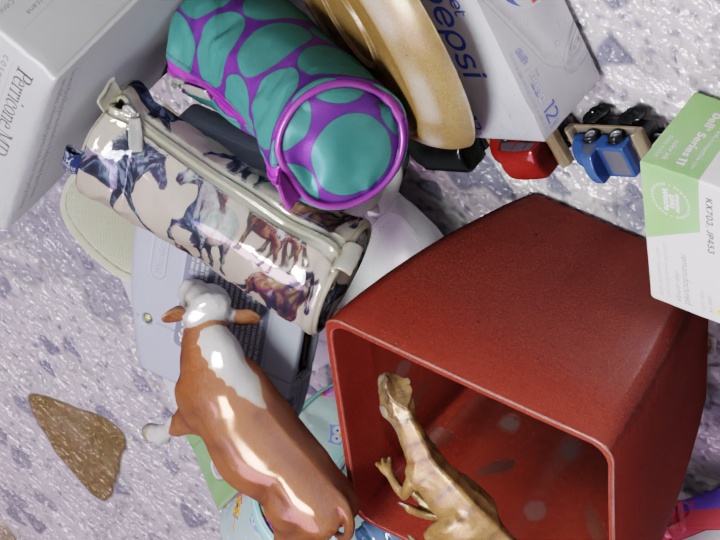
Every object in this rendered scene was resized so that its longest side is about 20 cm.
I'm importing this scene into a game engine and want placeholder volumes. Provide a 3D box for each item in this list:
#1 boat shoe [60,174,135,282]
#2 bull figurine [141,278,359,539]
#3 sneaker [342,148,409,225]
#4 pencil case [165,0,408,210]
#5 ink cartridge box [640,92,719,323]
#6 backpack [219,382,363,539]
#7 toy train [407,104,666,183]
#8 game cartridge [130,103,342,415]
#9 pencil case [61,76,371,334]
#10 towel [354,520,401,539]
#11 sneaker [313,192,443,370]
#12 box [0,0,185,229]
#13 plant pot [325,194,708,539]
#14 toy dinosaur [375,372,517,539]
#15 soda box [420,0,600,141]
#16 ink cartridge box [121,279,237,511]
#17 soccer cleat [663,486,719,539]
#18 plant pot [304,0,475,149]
[{"bbox_3d":[-0.122,-0.012,1.821,0.200,0.072,0.068,27,176,23],"label":"boat shoe"},{"bbox_3d":[-0.077,0.103,1.699,0.200,0.065,0.121,55,146,13],"label":"bull figurine"},{"bbox_3d":[-0.049,-0.066,1.726,0.081,0.075,0.200,21,163,-39],"label":"sneaker"},{"bbox_3d":[-0.048,-0.107,1.592,0.085,0.092,0.200,62,170,-32],"label":"pencil case"},{"bbox_3d":[0.261,-0.010,1.487,0.199,0.067,0.117,21,144,29],"label":"ink cartridge box"},{"bbox_3d":[0.008,0.180,1.891,0.200,0.176,0.153,37,152,4],"label":"backpack"},{"bbox_3d":[0.103,-0.077,1.597,0.200,0.046,0.034,4,133,45],"label":"toy train"},{"bbox_3d":[-0.084,-0.005,1.720,0.133,0.041,0.201,22,124,15],"label":"game cartridge"},{"bbox_3d":[-0.084,-0.039,1.626,0.200,0.078,0.089,31,165,14],"label":"pencil case"},{"bbox_3d":[0.099,0.167,1.776,0.049,0.199,0.112,-124,11,-60],"label":"towel"},{"bbox_3d":[0.000,0.000,1.799,0.089,0.075,0.200,56,146,5],"label":"sneaker"},{"bbox_3d":[-0.194,-0.169,1.657,0.131,0.200,0.199,39,148,5],"label":"box"},{"bbox_3d":[0.115,0.073,1.645,0.199,0.176,0.200,24,145,25],"label":"plant pot"},{"bbox_3d":[0.066,0.150,1.568,0.200,0.060,0.106,44,147,-5],"label":"toy dinosaur"},{"bbox_3d":[0.061,-0.170,1.509,0.068,0.063,0.200,6,134,46],"label":"soda box"},{"bbox_3d":[-0.101,0.059,1.895,0.201,0.059,0.104,67,152,13],"label":"ink cartridge box"},{"bbox_3d":[0.178,0.191,1.739,0.200,0.068,0.073,-38,97,13],"label":"soccer cleat"},{"bbox_3d":[0.001,-0.151,1.549,0.200,0.027,0.200,55,171,13],"label":"plant pot"}]
